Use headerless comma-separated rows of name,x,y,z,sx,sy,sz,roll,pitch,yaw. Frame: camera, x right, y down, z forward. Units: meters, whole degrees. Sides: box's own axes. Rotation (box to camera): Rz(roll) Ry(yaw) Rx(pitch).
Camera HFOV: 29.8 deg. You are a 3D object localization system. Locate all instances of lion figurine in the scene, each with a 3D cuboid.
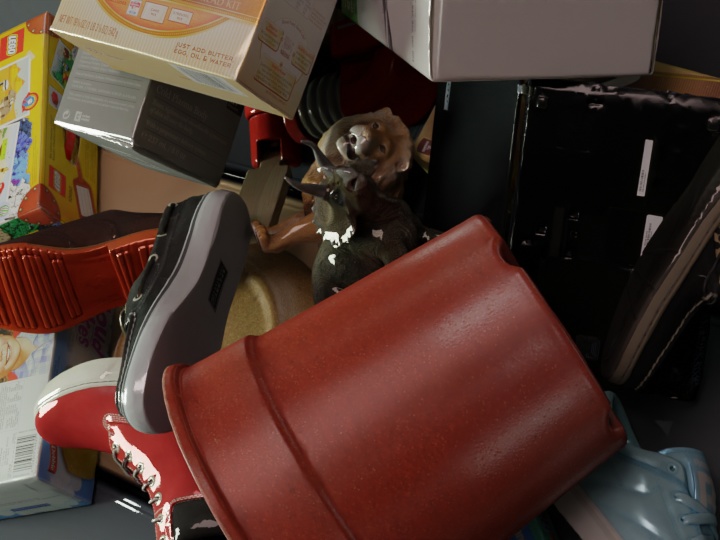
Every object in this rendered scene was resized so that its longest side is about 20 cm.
lion figurine,0.000,0.000,0.918,0.121,0.072,0.203,-18,95,-6

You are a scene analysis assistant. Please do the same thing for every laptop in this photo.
laptop,0.126,-0.033,0.849,0.197,0.103,0.180,9,103,14

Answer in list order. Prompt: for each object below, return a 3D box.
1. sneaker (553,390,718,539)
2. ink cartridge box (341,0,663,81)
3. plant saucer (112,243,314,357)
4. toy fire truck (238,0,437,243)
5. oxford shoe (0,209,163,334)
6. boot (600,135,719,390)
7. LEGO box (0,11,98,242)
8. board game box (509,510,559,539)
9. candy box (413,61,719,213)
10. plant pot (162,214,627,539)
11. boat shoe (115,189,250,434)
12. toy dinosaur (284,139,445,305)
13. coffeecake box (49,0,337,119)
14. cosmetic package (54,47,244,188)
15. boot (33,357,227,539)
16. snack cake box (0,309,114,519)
sneaker,0.171,0.141,0.751,0.082,0.074,0.200,-47,52,7
ink cartridge box,0.080,-0.182,0.843,0.143,0.085,0.200,-4,23,-15
plant saucer,-0.113,0.064,0.985,0.198,0.035,0.203,-14,60,24
toy fire truck,-0.032,-0.118,0.996,0.174,0.128,0.203,-8,81,33
oxford shoe,-0.210,-0.004,1.002,0.197,0.072,0.073,-5,29,4
boot,0.238,0.006,0.745,0.149,0.073,0.202,31,97,-3
LEGO box,-0.304,-0.096,1.156,0.147,0.077,0.202,-20,57,21
board game box,0.020,0.178,0.840,0.199,0.045,0.153,-32,53,12
candy box,0.142,-0.088,0.900,0.199,0.055,0.116,24,81,38
plant pot,0.027,0.083,0.743,0.194,0.201,0.202,-34,53,2
boat shoe,-0.123,0.025,0.881,0.056,0.069,0.201,-4,42,20
toy dinosaur,0.009,0.004,0.849,0.101,0.202,0.077,17,41,12
coffeecake box,-0.083,-0.215,0.839,0.152,0.073,0.203,18,85,30
cosmetic package,-0.126,-0.174,0.953,0.089,0.106,0.203,17,87,33
boot,-0.143,0.135,0.892,0.197,0.073,0.146,-6,57,24
snack cake box,-0.260,0.082,1.043,0.114,0.067,0.203,-13,59,26
